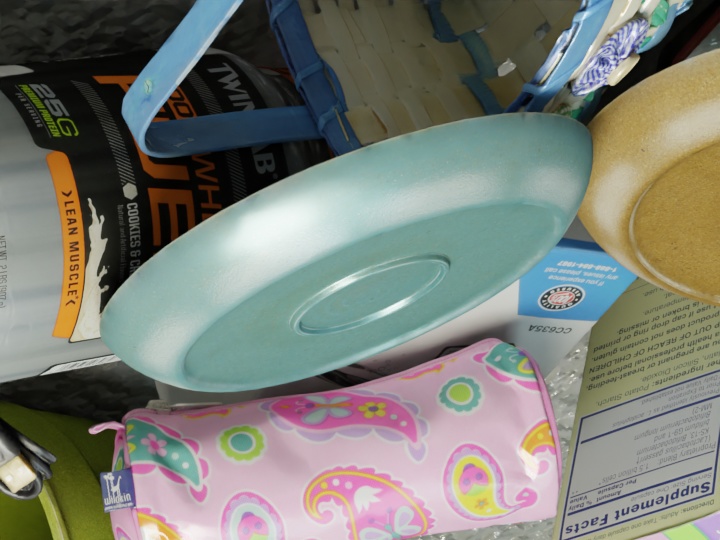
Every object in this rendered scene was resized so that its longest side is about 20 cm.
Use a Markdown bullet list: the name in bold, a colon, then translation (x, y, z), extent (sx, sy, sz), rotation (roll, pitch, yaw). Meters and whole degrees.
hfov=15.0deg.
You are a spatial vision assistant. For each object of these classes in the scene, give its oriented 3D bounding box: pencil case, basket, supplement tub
- **pencil case**: translation (-0.014, 0.085, 1.191), extent (0.199, 0.088, 0.088), rotation (-10, 146, -8)
- **basket**: translation (0.025, -0.109, 1.024), extent (0.200, 0.139, 0.176), rotation (-2, 145, -39)
- **supplement tub**: translation (-0.104, -0.024, 1.083), extent (0.200, 0.123, 0.123), rotation (-11, 149, -37)

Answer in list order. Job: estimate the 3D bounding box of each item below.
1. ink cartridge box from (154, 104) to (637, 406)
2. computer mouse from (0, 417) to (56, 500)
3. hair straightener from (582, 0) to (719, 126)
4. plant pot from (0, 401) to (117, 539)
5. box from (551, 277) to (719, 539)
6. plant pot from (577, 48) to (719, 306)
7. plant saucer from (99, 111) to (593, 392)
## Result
- **ink cartridge box**: translation (0.014, 0.017, 1.255), extent (0.146, 0.086, 0.200), rotation (6, 138, -33)
- **computer mouse**: translation (-0.219, 0.072, 1.217), extent (0.110, 0.044, 0.200), rotation (42, 144, -23)
- **hair straightener**: translation (0.123, -0.104, 1.135), extent (0.200, 0.041, 0.077), rotation (-43, 147, 7)
- **plant pot**: translation (-0.127, 0.155, 1.311), extent (0.193, 0.201, 0.200), rotation (0, 145, -45)
- **box**: translation (0.189, 0.101, 1.298), extent (0.097, 0.200, 0.176), rotation (-22, 126, 34)
- **plant pot**: translation (0.182, -0.031, 1.088), extent (0.199, 0.028, 0.200), rotation (0, 151, 0)
- **plant saucer**: translation (0.000, 0.000, 1.031), extent (0.200, 0.027, 0.200), rotation (-21, 163, -7)
